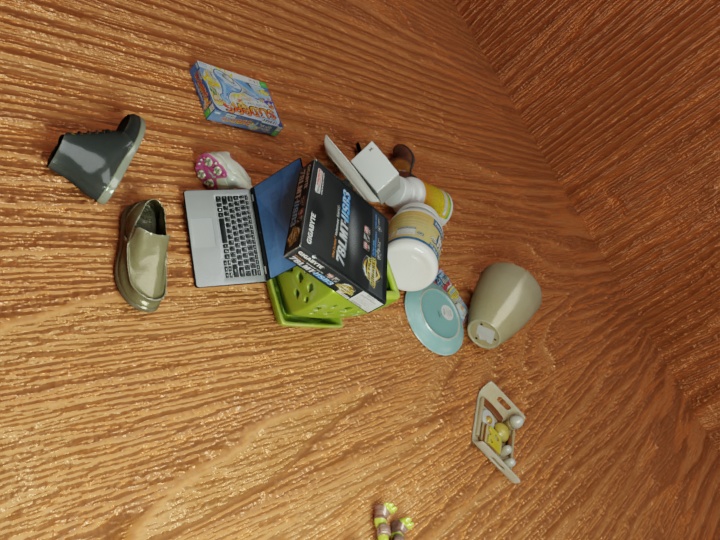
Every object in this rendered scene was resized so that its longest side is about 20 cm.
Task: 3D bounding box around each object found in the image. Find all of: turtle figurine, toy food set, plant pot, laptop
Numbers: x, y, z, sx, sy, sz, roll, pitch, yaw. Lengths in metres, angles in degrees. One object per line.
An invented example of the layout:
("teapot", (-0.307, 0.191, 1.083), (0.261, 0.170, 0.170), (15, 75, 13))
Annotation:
("turtle figurine", (0.055, 0.483, 1.010), (0.199, 0.065, 0.162), (35, 30, -14))
("toy food set", (0.339, 0.382, 1.457), (0.144, 0.060, 0.201), (46, 34, -14))
("plant pot", (0.368, 0.111, 1.646), (0.188, 0.187, 0.200), (50, 47, -6))
("plant pot", (-0.072, 0.002, 1.162), (0.197, 0.181, 0.203), (8, 54, -49))
("laptop", (-0.194, -0.085, 1.066), (0.197, 0.116, 0.190), (-4, 68, -24))

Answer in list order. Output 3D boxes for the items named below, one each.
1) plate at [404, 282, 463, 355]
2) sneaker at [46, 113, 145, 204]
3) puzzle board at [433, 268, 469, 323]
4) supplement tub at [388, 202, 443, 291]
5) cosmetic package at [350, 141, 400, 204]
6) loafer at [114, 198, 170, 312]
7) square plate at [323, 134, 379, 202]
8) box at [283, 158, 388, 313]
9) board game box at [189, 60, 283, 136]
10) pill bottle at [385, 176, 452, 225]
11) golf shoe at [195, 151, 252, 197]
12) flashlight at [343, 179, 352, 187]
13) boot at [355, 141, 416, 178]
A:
("plate", (0.191, 0.111, 1.514), (0.198, 0.026, 0.203), (23, 50, -30))
("sneaker", (-0.427, -0.212, 1.000), (0.106, 0.074, 0.202), (35, 39, -31))
("puzzle board", (0.221, 0.088, 1.605), (0.152, 0.017, 0.200), (54, 34, -1))
("supplement tub", (0.129, -0.062, 1.503), (0.144, 0.144, 0.201), (42, 36, -18))
("cosmetic package", (0.041, -0.234, 1.497), (0.102, 0.071, 0.200), (50, 2, 5))
("loafer", (-0.340, -0.032, 0.960), (0.075, 0.067, 0.203), (13, 51, -45))
("square plate", (-0.029, -0.241, 1.500), (0.199, 0.028, 0.200), (51, 3, -7))
("box", (-0.033, -0.058, 1.046), (0.198, 0.049, 0.202), (37, 41, -33))
("board game box", (-0.276, -0.383, 1.376), (0.198, 0.034, 0.137), (0, 61, -51))
("pill bottle", (0.156, -0.191, 1.680), (0.198, 0.111, 0.113), (16, 49, -44))
("golf shoe", (-0.232, -0.157, 1.203), (0.201, 0.075, 0.092), (51, 30, -7))
("flashlight", (-0.047, -0.118, 1.410), (0.068, 0.067, 0.203), (57, 26, -51))
("boot", (0.063, -0.315, 1.739), (0.198, 0.068, 0.191), (17, 56, -33))
